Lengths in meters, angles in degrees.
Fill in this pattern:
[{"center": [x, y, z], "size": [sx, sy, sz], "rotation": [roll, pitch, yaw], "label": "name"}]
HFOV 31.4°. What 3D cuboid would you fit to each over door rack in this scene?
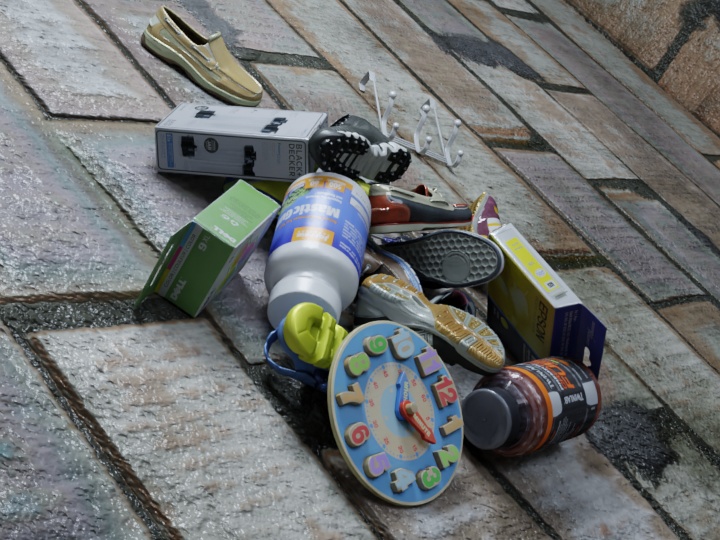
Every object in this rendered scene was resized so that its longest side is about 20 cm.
[{"center": [0.090, -0.267, 2.174], "size": [0.148, 0.067, 0.200], "rotation": [20, 30, -28], "label": "over door rack"}]

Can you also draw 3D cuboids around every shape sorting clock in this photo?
[{"center": [0.042, 0.150, 1.365], "size": [0.200, 0.039, 0.200], "rotation": [25, 54, -41], "label": "shape sorting clock"}]

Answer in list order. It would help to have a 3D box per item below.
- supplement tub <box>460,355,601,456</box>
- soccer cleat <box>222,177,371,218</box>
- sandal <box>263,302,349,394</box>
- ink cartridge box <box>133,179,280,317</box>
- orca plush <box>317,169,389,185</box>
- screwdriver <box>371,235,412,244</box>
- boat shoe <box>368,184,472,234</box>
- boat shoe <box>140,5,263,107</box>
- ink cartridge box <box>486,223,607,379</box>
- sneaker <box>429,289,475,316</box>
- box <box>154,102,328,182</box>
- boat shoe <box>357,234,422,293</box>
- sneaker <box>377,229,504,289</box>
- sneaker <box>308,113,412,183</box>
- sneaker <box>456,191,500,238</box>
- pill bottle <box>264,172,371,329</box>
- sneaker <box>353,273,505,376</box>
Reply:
[{"center": [0.201, 0.164, 1.535], "size": [0.107, 0.107, 0.200], "rotation": [47, 29, 24], "label": "supplement tub"}, {"center": [-0.078, -0.088, 1.639], "size": [0.200, 0.065, 0.084], "rotation": [7, 41, -3], "label": "soccer cleat"}, {"center": [-0.030, 0.105, 1.402], "size": [0.200, 0.087, 0.080], "rotation": [41, 48, -30], "label": "sandal"}, {"center": [-0.167, -0.018, 1.418], "size": [0.059, 0.104, 0.200], "rotation": [34, 26, 2], "label": "ink cartridge box"}, {"center": [-0.061, -0.144, 1.787], "size": [0.200, 0.105, 0.071], "rotation": [-11, 6, -25], "label": "orca plush"}, {"center": [0.016, -0.045, 1.770], "size": [0.200, 0.029, 0.028], "rotation": [14, 33, -29], "label": "screwdriver"}, {"center": [0.079, -0.082, 1.672], "size": [0.200, 0.071, 0.063], "rotation": [-5, 89, -49], "label": "boat shoe"}, {"center": [-0.223, -0.316, 1.884], "size": [0.200, 0.076, 0.072], "rotation": [31, 26, -8], "label": "boat shoe"}, {"center": [0.232, 0.071, 1.653], "size": [0.047, 0.198, 0.200], "rotation": [-24, 53, -15], "label": "ink cartridge box"}, {"center": [0.121, 0.055, 1.652], "size": [0.070, 0.082, 0.200], "rotation": [35, 26, 4], "label": "sneaker"}, {"center": [-0.149, -0.164, 1.631], "size": [0.200, 0.060, 0.117], "rotation": [4, 24, 8], "label": "box"}, {"center": [0.000, 0.000, 1.631], "size": [0.072, 0.072, 0.200], "rotation": [1, 32, -41], "label": "boat shoe"}, {"center": [0.124, -0.014, 1.686], "size": [0.202, 0.077, 0.146], "rotation": [-1, -1, 36], "label": "sneaker"}, {"center": [-0.019, -0.159, 1.618], "size": [0.090, 0.066, 0.200], "rotation": [43, 20, 25], "label": "sneaker"}, {"center": [0.187, -0.041, 1.915], "size": [0.090, 0.075, 0.200], "rotation": [39, 32, -10], "label": "sneaker"}, {"center": [-0.053, -0.015, 1.516], "size": [0.112, 0.112, 0.200], "rotation": [27, 41, -15], "label": "pill bottle"}, {"center": [0.079, 0.083, 1.529], "size": [0.200, 0.088, 0.076], "rotation": [30, 24, 25], "label": "sneaker"}]
